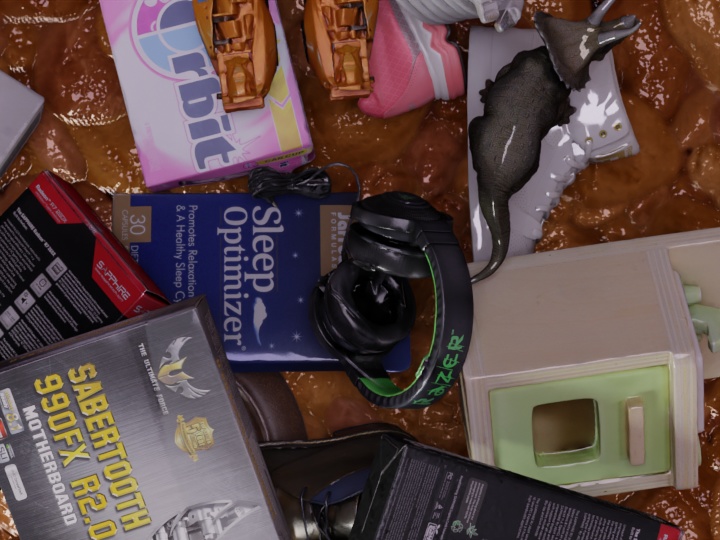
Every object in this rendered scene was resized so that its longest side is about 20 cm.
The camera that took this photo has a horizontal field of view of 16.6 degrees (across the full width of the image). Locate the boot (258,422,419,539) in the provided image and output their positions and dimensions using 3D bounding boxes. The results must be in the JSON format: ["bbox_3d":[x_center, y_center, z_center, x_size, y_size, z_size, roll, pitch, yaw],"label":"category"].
[{"bbox_3d":[-0.039,0.151,1.595,0.200,0.097,0.075,-19,104,-17],"label":"boot"}]

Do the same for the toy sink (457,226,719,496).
[{"bbox_3d":[0.163,0.067,1.588,0.200,0.112,0.131,-8,134,-1],"label":"toy sink"}]

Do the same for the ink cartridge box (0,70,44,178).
[{"bbox_3d":[-0.335,-0.076,1.626,0.176,0.045,0.200,31,71,0],"label":"ink cartridge box"}]

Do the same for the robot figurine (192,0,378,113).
[{"bbox_3d":[-0.050,-0.206,1.581,0.145,0.058,0.200,-7,89,-3],"label":"robot figurine"}]

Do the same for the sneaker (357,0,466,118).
[{"bbox_3d":[-0.004,-0.194,1.642,0.087,0.074,0.200,-26,89,1],"label":"sneaker"}]

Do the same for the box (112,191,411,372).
[{"bbox_3d":[-0.066,0.008,1.641,0.199,0.032,0.121,0,72,-3],"label":"box"}]

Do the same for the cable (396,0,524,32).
[{"bbox_3d":[0.051,-0.257,1.586,0.069,0.200,0.200,-17,108,23],"label":"cable"}]

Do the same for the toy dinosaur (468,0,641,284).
[{"bbox_3d":[0.097,-0.091,1.561,0.077,0.102,0.200,31,80,8],"label":"toy dinosaur"}]

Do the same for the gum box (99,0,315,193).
[{"bbox_3d":[-0.107,-0.152,1.643,0.113,0.066,0.200,-14,88,1],"label":"gum box"}]

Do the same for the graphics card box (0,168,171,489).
[{"bbox_3d":[-0.231,0.048,1.615,0.200,0.051,0.125,-46,63,5],"label":"graphics card box"}]

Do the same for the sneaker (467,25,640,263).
[{"bbox_3d":[0.129,-0.064,1.638,0.115,0.074,0.201,0,87,3],"label":"sneaker"}]

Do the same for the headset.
[{"bbox_3d":[0.000,0.000,1.571,0.094,0.200,0.124,3,128,-32],"label":"headset"}]

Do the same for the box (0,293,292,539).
[{"bbox_3d":[-0.140,0.134,1.546,0.158,0.048,0.200,-18,99,7],"label":"box"}]

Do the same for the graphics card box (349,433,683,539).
[{"bbox_3d":[0.090,0.190,1.542,0.200,0.051,0.126,17,91,-19],"label":"graphics card box"}]

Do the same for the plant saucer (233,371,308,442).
[{"bbox_3d":[-0.134,0.129,1.655,0.200,0.034,0.201,0,88,0],"label":"plant saucer"}]
